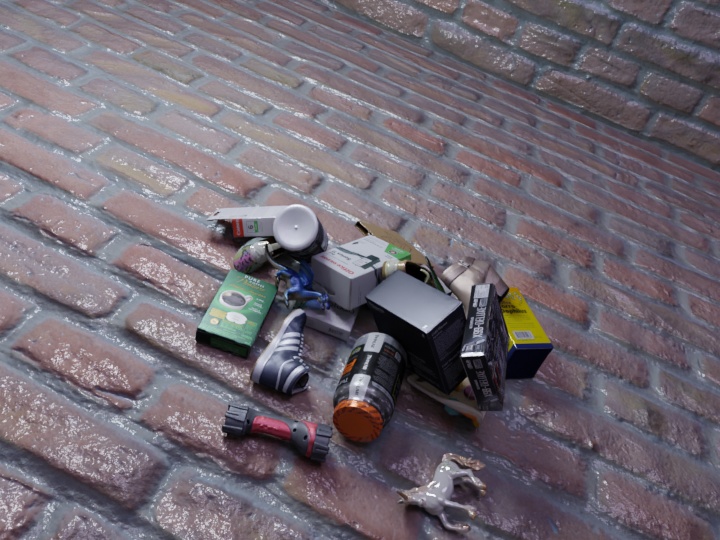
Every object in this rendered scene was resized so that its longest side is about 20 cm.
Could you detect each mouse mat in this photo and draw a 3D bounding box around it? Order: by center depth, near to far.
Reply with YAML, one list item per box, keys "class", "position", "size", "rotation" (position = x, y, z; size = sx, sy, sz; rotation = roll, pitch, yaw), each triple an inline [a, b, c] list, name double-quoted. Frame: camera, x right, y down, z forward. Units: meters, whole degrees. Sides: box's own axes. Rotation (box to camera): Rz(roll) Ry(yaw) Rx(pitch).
- class: "mouse mat"
  position: [0.194, 0.074, 1.368]
  size: [0.007, 0.200, 0.163]
  rotation: [-23, 57, 11]

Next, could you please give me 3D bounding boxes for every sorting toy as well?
- class: "sorting toy"
  position: [0.201, 0.231, 1.312]
  size: [0.178, 0.108, 0.201]
  rotation: [20, 45, 17]

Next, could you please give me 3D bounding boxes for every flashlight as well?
- class: "flashlight"
  position: [-0.152, 0.295, 1.105]
  size: [0.197, 0.068, 0.069]
  rotation: [14, 69, -5]

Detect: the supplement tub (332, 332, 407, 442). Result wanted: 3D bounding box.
- class: "supplement tub"
  position: [0.018, 0.231, 1.205]
  size: [0.121, 0.124, 0.201]
  rotation: [22, 38, 2]

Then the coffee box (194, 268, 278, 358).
- class: "coffee box"
  position: [-0.262, 0.090, 1.308]
  size: [0.121, 0.044, 0.201]
  rotation: [19, 39, -3]

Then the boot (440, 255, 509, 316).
- class: "boot"
  position: [0.248, 0.052, 1.424]
  size: [0.146, 0.071, 0.199]
  rotation: [35, 56, 27]

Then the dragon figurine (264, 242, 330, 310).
- class: "dragon figurine"
  position: [-0.138, 0.018, 1.349]
  size: [0.098, 0.059, 0.201]
  rotation: [-24, 68, -17]

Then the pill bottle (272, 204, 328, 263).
- class: "pill bottle"
  position: [-0.132, -0.077, 1.409]
  size: [0.104, 0.200, 0.108]
  rotation: [-1, 79, 5]

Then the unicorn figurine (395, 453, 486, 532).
- class: "unicorn figurine"
  position: [0.152, 0.408, 1.110]
  size: [0.136, 0.075, 0.200]
  rotation: [23, 24, 18]

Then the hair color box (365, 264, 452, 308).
- class: "hair color box"
  position: [0.120, 0.066, 1.487]
  size: [0.198, 0.065, 0.109]
  rotation: [-23, 57, -39]

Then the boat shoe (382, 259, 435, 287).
- class: "boat shoe"
  position: [0.131, 0.024, 1.383]
  size: [0.199, 0.066, 0.075]
  rotation: [19, 68, -48]

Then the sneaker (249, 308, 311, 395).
- class: "sneaker"
  position: [-0.133, 0.171, 1.248]
  size: [0.107, 0.071, 0.201]
  rotation: [23, 46, 11]

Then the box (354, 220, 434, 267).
- class: "box"
  position: [0.090, -0.063, 1.588]
  size: [0.164, 0.021, 0.199]
  rotation: [46, 20, 29]

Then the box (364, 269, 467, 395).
- class: "box"
  position: [0.128, 0.125, 1.261]
  size: [0.104, 0.184, 0.199]
  rotation: [-38, 39, -21]

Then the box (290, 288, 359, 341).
- class: "box"
  position: [-0.069, 0.065, 1.427]
  size: [0.142, 0.037, 0.201]
  rotation: [20, 38, 0]

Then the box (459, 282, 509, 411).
- class: "box"
  position: [0.252, 0.150, 1.204]
  size: [0.049, 0.159, 0.201]
  rotation: [-7, 38, 24]

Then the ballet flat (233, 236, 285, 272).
- class: "ballet flat"
  position: [-0.220, -0.054, 1.464]
  size: [0.199, 0.070, 0.070]
  rotation: [-32, 106, -48]

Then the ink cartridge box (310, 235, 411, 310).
- class: "ink cartridge box"
  position: [0.000, 0.000, 1.410]
  size: [0.198, 0.084, 0.146]
  rotation: [-23, 37, -39]

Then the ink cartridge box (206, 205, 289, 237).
- class: "ink cartridge box"
  position: [-0.272, -0.121, 1.506]
  size: [0.197, 0.051, 0.109]
  rotation: [-2, 20, 4]

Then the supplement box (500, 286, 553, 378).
- class: "supplement box"
  position: [0.354, 0.146, 1.457]
  size: [0.108, 0.110, 0.201]
  rotation: [2, 43, -22]
